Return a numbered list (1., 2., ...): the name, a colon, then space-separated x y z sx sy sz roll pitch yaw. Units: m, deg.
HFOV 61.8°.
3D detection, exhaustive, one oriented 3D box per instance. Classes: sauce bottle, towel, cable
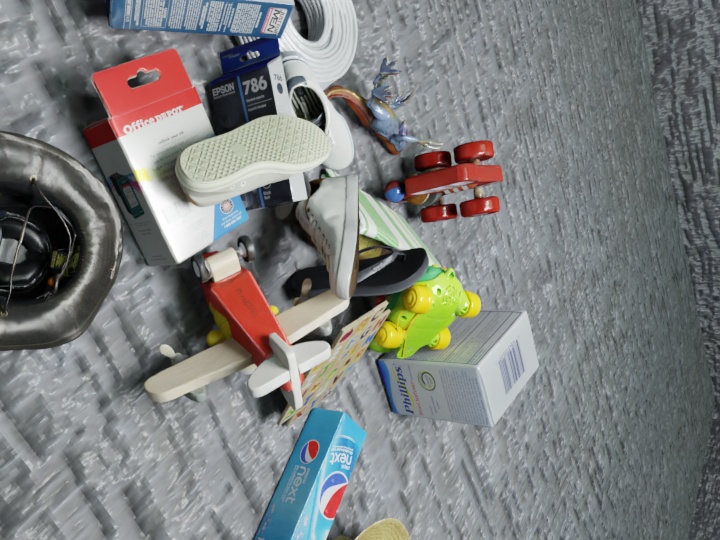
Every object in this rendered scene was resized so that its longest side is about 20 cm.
1. sauce bottle: -0.039 -0.059 0.873 0.197 0.064 0.067 24 70 -43
2. towel: 0.035 -0.070 0.920 0.023 0.154 0.198 -47 137 15
3. cable: -0.088 -0.347 0.830 0.201 0.068 0.203 -50 124 -38

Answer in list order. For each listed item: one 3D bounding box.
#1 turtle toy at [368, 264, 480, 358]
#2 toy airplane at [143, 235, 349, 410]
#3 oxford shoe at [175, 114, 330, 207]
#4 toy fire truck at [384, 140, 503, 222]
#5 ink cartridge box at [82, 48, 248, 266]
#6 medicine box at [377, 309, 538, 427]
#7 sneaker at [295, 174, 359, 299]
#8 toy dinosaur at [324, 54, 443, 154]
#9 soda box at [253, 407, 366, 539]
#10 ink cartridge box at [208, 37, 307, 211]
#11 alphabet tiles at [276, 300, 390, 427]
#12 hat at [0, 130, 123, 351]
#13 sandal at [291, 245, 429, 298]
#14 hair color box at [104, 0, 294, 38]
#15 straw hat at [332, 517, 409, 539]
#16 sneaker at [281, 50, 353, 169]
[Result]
1. turtle toy: 0.075 0.062 0.901 0.143 0.201 0.103 8 42 -40
2. toy airplane: -0.119 0.078 0.684 0.143 0.194 0.203 106 -4 -49
3. oxford shoe: -0.118 -0.122 0.673 0.197 0.058 0.076 -26 75 -36
4. toy fire truck: 0.124 -0.139 0.963 0.166 0.196 0.116 -8 91 -49
5. ink cartridge box: -0.218 -0.122 0.665 0.116 0.066 0.205 -39 116 -43
6. medicine box: 0.161 0.150 0.986 0.181 0.196 0.106 -34 111 -44
7. sneaker: -0.042 -0.042 0.751 0.203 0.082 0.074 -91 -179 -46
8. toy dinosaur: 0.035 -0.249 0.966 0.183 0.193 0.108 96 -7 -65
9. soda box: -0.066 0.294 0.813 0.064 0.067 0.203 47 54 -35
10. ink cartridge box: -0.131 -0.180 0.745 0.039 0.097 0.207 -21 102 -60
11. alphabet tiles: -0.033 0.126 0.798 0.006 0.202 0.165 42 37 17
12. hat: -0.318 -0.025 0.536 0.198 0.079 0.208 -7 99 -55
13. sandal: 0.000 0.000 0.823 0.077 0.194 0.044 -103 -179 -57
14. hair color box: -0.180 -0.321 0.662 0.195 0.060 0.103 -8 73 -30
15. straw hat: -0.019 0.431 0.847 0.198 0.084 0.208 -15 111 -44
16. sneaker: -0.061 -0.196 0.820 0.201 0.071 0.072 51 19 -51
